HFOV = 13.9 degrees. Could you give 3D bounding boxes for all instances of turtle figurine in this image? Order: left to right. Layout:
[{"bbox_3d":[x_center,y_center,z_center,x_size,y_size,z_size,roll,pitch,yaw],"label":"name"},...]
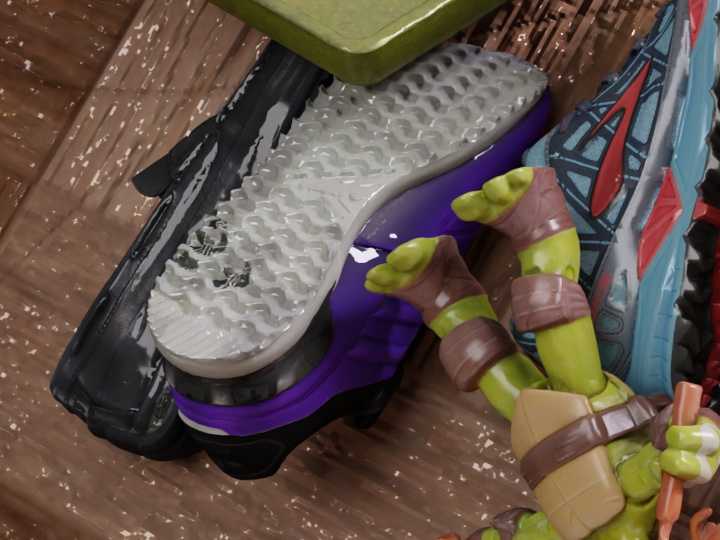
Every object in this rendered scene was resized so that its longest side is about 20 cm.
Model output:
[{"bbox_3d":[0.074,0.049,0.971,0.200,0.064,0.162,-42,69,54],"label":"turtle figurine"}]

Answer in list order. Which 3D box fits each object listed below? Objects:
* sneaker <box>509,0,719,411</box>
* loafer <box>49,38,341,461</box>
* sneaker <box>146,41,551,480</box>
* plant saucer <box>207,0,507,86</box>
[{"bbox_3d":[0.099,-0.052,1.037,0.095,0.079,0.201,4,71,31],"label":"sneaker"},{"bbox_3d":[-0.054,-0.027,1.112,0.070,0.068,0.201,25,86,24],"label":"loafer"},{"bbox_3d":[-0.001,0.000,1.070,0.069,0.100,0.200,23,51,33],"label":"sneaker"},{"bbox_3d":[0.001,-0.145,1.104,0.200,0.048,0.199,-34,49,-31],"label":"plant saucer"}]
